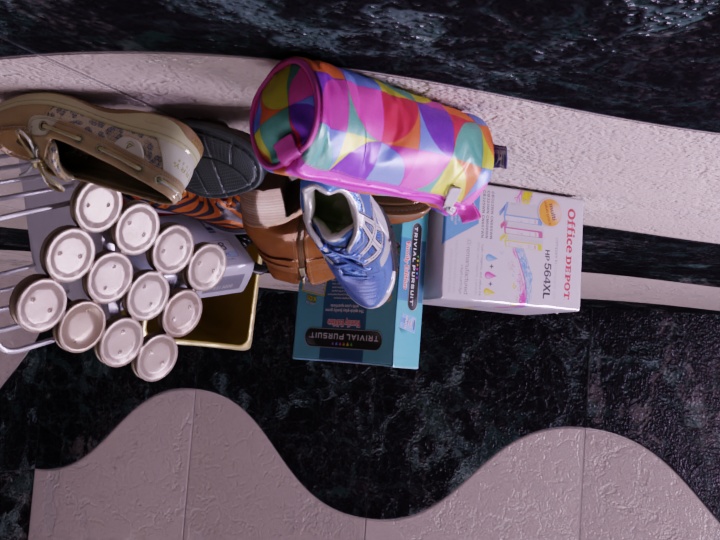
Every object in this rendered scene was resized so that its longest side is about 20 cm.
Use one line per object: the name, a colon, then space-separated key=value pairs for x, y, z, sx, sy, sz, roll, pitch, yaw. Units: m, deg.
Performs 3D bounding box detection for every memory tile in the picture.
memory tile: x=-0.220 y=0.013 z=0.929 sx=0.017 sy=0.155 sz=0.199 roll=23 pitch=172 yaw=39

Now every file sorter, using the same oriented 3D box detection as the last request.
file sorter: x=-0.334 y=-0.025 z=0.964 sx=0.123 sy=0.142 sz=0.199 roll=-16 pitch=-153 yaw=-35

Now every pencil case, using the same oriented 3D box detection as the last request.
pencil case: x=0.016 y=-0.092 z=0.724 sx=0.197 sy=0.090 sz=0.088 roll=10 pitch=173 yaw=-40

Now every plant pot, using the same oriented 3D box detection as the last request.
plant pot: x=-0.293 y=0.011 z=1.602 sx=0.193 sy=0.199 sz=0.198 roll=8 pitch=180 yaw=-36

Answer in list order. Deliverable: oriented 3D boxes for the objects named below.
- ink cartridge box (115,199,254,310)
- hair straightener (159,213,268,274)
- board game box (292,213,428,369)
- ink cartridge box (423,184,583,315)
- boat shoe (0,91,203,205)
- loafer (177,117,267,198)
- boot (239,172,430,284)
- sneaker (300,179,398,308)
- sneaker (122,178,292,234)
ink cartridge box: x=-0.227 y=-0.050 z=1.055 sx=0.158 sy=0.048 sz=0.201 roll=-8 pitch=-130 yaw=-42
hair straightener: x=-0.177 y=-0.054 z=1.161 sx=0.197 sy=0.078 sz=0.041 roll=22 pitch=130 yaw=-1
board game box: x=0.000 y=0.000 z=1.086 sx=0.149 sy=0.205 sz=0.046 roll=0 pitch=174 yaw=42
ink cartridge box: x=0.158 y=-0.021 z=1.127 sx=0.196 sy=0.132 sz=0.125 roll=5 pitch=175 yaw=-20
boat shoe: x=-0.230 y=-0.099 z=0.827 sx=0.196 sy=0.064 sz=0.074 roll=8 pitch=155 yaw=19
loafer: x=-0.158 y=-0.110 z=0.887 sx=0.196 sy=0.073 sz=0.063 roll=3 pitch=-144 yaw=30
boot: x=-0.020 y=-0.038 z=0.978 sx=0.195 sy=0.078 sz=0.157 roll=-1 pitch=143 yaw=8
sneaker: x=-0.017 y=-0.034 z=0.862 sx=0.074 sy=0.078 sz=0.202 roll=1 pitch=136 yaw=21
sneaker: x=-0.165 y=-0.084 z=1.001 sx=0.195 sy=0.079 sz=0.112 roll=4 pitch=176 yaw=2
